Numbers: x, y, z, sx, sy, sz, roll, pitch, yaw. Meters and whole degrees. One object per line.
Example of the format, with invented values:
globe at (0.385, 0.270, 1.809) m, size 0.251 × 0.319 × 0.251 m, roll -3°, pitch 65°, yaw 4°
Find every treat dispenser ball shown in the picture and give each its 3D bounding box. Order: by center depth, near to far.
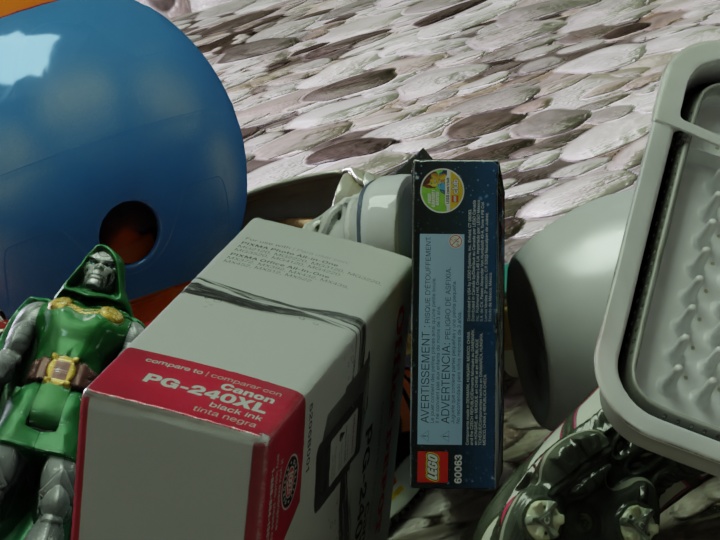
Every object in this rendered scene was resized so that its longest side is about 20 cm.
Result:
treat dispenser ball at (-0.158, -0.048, 1.477) m, size 0.200 × 0.202 × 0.201 m, roll -16°, pitch 13°, yaw 4°

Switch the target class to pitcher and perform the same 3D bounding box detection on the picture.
pitcher at (0.178, 0.028, 1.306) m, size 0.199 × 0.122 × 0.172 m, roll -9°, pitch 29°, yaw -8°

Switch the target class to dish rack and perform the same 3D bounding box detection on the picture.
dish rack at (0.183, 0.013, 1.177) m, size 0.044 × 0.171 × 0.201 m, roll 116°, pitch 173°, yaw -55°

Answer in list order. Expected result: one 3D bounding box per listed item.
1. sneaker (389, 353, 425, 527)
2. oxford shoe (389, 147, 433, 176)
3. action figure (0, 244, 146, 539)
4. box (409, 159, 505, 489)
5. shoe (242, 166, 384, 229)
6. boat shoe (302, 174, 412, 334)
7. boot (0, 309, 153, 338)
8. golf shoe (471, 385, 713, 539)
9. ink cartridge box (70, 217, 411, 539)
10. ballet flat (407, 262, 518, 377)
sneaker at (0.003, 0.061, 1.410) m, size 0.070 × 0.090 × 0.200 m, roll -12°, pitch 14°, yaw 21°
oxford shoe at (-0.004, 0.025, 1.611) m, size 0.200 × 0.084 × 0.073 m, roll -44°, pitch 3°, yaw -18°
action figure at (-0.139, 0.070, 1.270) m, size 0.117 × 0.055 × 0.201 m, roll 13°, pitch 52°, yaw 3°
box at (0.045, 0.025, 1.285) m, size 0.037 × 0.137 × 0.200 m, roll 0°, pitch -2°, yaw 4°
shoe at (-0.025, -0.019, 1.545) m, size 0.199 × 0.054 × 0.070 m, roll -8°, pitch 38°, yaw 27°
boat shoe at (0.000, 0.000, 1.394) m, size 0.065 × 0.074 × 0.200 m, roll 0°, pitch -13°, yaw 4°
boot at (-0.134, 0.030, 1.353) m, size 0.200 × 0.144 × 0.072 m, roll -42°, pitch 2°, yaw -5°
golf shoe at (0.118, 0.067, 1.217) m, size 0.200 × 0.077 × 0.088 m, roll -38°, pitch 7°, yaw -24°
ink cartridge box at (-0.047, 0.084, 1.208) m, size 0.083 × 0.146 × 0.200 m, roll 12°, pitch 25°, yaw 15°
ballet flat at (0.066, 0.028, 1.512) m, size 0.199 × 0.063 × 0.069 m, roll -10°, pitch 21°, yaw 47°
